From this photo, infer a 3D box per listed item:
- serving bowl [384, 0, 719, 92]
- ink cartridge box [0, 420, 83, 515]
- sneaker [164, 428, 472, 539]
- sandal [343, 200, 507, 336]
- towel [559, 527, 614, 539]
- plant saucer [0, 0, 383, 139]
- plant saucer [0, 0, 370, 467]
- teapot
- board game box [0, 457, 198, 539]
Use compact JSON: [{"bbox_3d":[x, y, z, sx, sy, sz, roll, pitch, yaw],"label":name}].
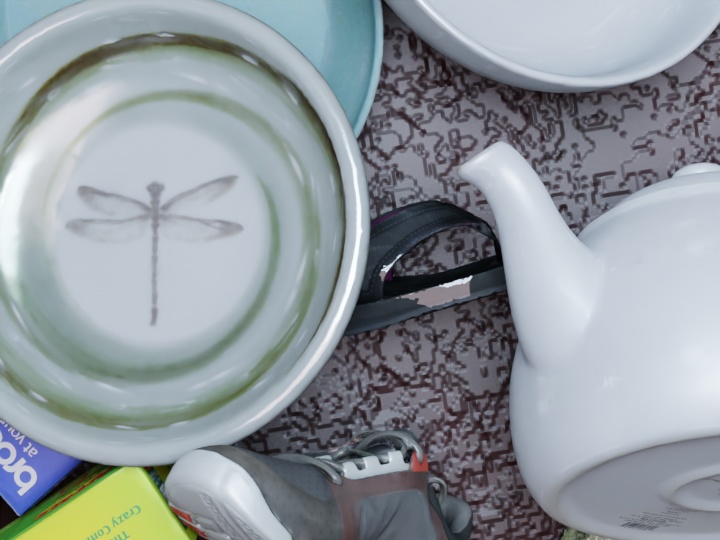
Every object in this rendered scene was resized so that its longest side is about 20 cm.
[{"bbox_3d":[0.072,-0.169,0.835,0.199,0.066,0.202,5,77,-23],"label":"serving bowl"},{"bbox_3d":[-0.184,0.004,0.876,0.094,0.044,0.200,-41,92,4],"label":"ink cartridge box"},{"bbox_3d":[-0.012,0.098,0.828,0.077,0.200,0.082,20,79,33],"label":"sneaker"},{"bbox_3d":[-0.001,0.000,0.859,0.199,0.075,0.048,-12,97,2],"label":"sandal"},{"bbox_3d":[0.123,0.208,0.889,0.148,0.036,0.201,35,93,0],"label":"towel"},{"bbox_3d":[-0.088,-0.110,0.855,0.198,0.036,0.202,1,109,2],"label":"plant saucer"},{"bbox_3d":[-0.090,-0.017,0.821,0.198,0.050,0.202,-1,84,10],"label":"plant saucer"},{"bbox_3d":[0.156,0.025,0.810,0.196,0.200,0.147,-7,65,12],"label":"teapot"},{"bbox_3d":[-0.164,0.150,0.856,0.199,0.102,0.048,-34,93,2],"label":"board game box"}]
